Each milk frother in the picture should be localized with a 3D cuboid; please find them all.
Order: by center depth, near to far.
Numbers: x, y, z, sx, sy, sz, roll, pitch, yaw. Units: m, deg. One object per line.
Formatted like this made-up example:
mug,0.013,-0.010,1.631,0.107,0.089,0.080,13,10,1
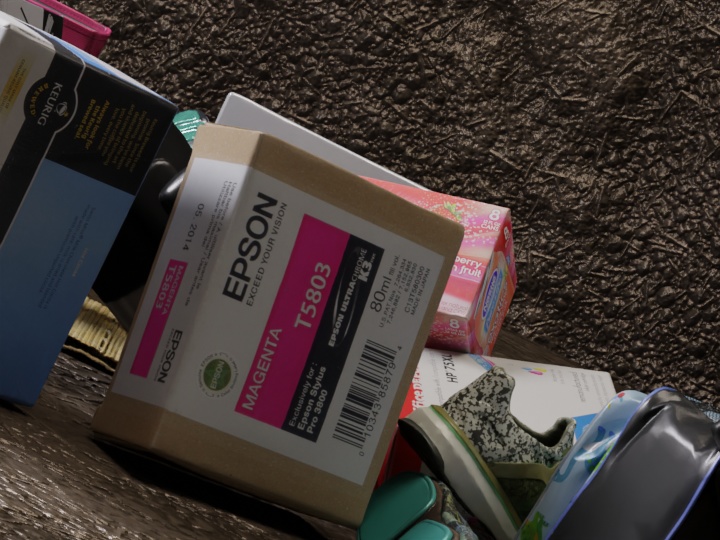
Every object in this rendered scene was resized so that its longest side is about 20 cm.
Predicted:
milk frother,-0.144,0.028,1.612,0.188,0.200,0.180,52,-5,-12

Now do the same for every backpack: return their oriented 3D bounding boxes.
backpack,0.202,0.173,1.506,0.200,0.183,0.147,29,6,-38

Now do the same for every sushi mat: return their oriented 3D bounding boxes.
sushi mat,-0.181,0.049,1.804,0.095,0.012,0.200,27,5,-4

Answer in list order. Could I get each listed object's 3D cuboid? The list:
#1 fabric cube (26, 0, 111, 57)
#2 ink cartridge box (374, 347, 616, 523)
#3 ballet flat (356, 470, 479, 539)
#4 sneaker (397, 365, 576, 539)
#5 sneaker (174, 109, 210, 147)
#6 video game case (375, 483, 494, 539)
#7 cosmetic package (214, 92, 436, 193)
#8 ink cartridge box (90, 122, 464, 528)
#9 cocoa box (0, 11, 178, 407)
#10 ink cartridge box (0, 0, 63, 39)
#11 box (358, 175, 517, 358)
fabric cube,-0.326,-0.141,1.955,0.200,0.200,0.196,26,4,-6
ink cartridge box,0.071,0.109,1.652,0.199,0.067,0.116,8,25,-9
ballet flat,0.041,0.171,1.459,0.074,0.074,0.200,26,6,-8
sneaker,0.113,0.136,1.567,0.200,0.089,0.077,48,-1,-31
sneaker,-0.136,-0.039,1.803,0.200,0.074,0.088,-82,154,-58
video game case,0.084,0.182,1.690,0.200,0.023,0.182,33,8,36
cosmetic package,-0.054,-0.005,1.959,0.199,0.200,0.123,27,2,0
ink cartridge box,-0.047,0.034,1.498,0.164,0.201,0.075,23,-7,-34
cocoa box,-0.224,-0.046,1.446,0.131,0.200,0.133,23,5,-41
ink cartridge box,-0.261,-0.094,1.796,0.044,0.201,0.094,1,-7,25
box,0.000,0.000,1.747,0.199,0.103,0.095,14,-34,16
